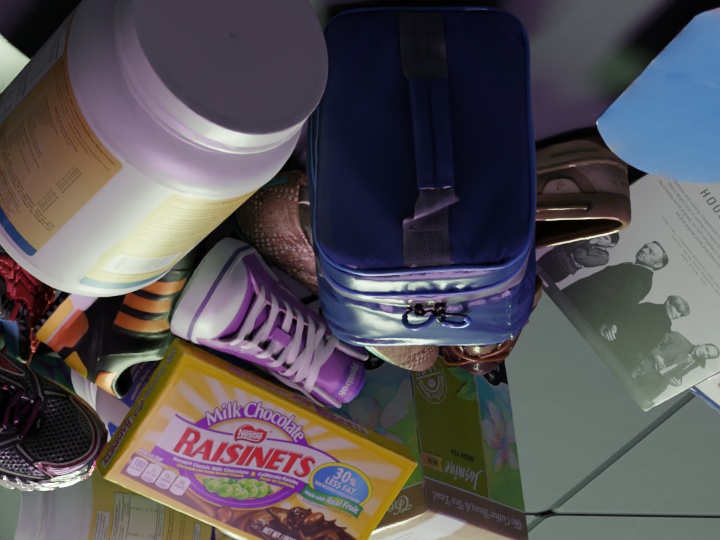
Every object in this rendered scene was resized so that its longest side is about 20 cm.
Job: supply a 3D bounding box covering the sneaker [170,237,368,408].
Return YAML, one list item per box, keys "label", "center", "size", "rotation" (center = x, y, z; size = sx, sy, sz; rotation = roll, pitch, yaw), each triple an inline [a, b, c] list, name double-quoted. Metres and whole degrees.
- label: "sneaker"
  center: [-0.049, 0.039, 1.596]
  size: [0.114, 0.073, 0.200]
  rotation: [31, 180, 14]

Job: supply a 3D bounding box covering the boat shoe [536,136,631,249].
- label: "boat shoe"
  center: [0.088, -0.032, 1.658]
  size: [0.199, 0.065, 0.071]
  rotation: [-18, 154, 27]

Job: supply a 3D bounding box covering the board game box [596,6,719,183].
- label: "board game box"
  center: [0.242, -0.125, 1.539]
  size: [0.157, 0.039, 0.200]
  rotation: [10, 145, -24]

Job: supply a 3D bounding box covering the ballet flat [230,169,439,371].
- label: "ballet flat"
  center: [0.000, 0.000, 1.647]
  size: [0.065, 0.071, 0.200]
  rotation: [-29, 130, 34]

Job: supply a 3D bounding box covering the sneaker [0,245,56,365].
- label: "sneaker"
  center: [-0.261, 0.004, 1.655]
  size: [0.095, 0.080, 0.200]
  rotation: [16, 161, 8]

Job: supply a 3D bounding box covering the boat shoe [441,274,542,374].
- label: "boat shoe"
  center: [0.088, 0.037, 1.702]
  size: [0.072, 0.073, 0.200]
  rotation: [0, -174, -1]

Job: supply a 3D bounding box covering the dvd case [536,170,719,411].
- label: "dvd case"
  center: [0.221, 0.003, 1.707]
  size: [0.200, 0.151, 0.025]
  rotation: [-34, -172, 45]

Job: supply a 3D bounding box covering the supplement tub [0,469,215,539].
- label: "supplement tub"
  center: [-0.216, 0.201, 1.985]
  size: [0.199, 0.146, 0.145]
  rotation: [11, 150, -35]

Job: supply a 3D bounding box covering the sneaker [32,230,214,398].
- label: "sneaker"
  center: [-0.129, 0.010, 1.621]
  size: [0.090, 0.070, 0.200]
  rotation: [44, 125, -10]

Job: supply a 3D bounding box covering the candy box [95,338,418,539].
- label: "candy box"
  center: [-0.066, 0.127, 1.620]
  size: [0.199, 0.026, 0.103]
  rotation: [27, 101, -30]

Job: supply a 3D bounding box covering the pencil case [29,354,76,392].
- label: "pencil case"
  center: [-0.251, 0.108, 1.770]
  size: [0.085, 0.093, 0.200]
  rotation: [-30, 172, 12]

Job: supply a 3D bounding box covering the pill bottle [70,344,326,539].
- label: "pill bottle"
  center: [-0.117, 0.099, 1.731]
  size: [0.112, 0.113, 0.200]
  rotation: [21, -172, -46]

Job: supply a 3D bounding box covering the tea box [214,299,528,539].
- label: "tea box"
  center: [0.000, 0.130, 1.830]
  size: [0.199, 0.198, 0.133]
  rotation: [-24, 151, 32]

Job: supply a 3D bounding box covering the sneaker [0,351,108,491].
- label: "sneaker"
  center: [-0.261, 0.083, 1.624]
  size: [0.199, 0.081, 0.075]
  rotation: [26, 161, -7]

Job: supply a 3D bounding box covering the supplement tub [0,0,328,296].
- label: "supplement tub"
  center: [-0.120, -0.086, 1.384]
  size: [0.144, 0.146, 0.200]
  rotation: [9, 151, -31]

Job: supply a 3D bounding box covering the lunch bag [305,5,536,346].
- label: "lunch bag"
  center: [0.036, -0.052, 1.439]
  size: [0.135, 0.201, 0.133]
  rotation: [-3, 153, 3]

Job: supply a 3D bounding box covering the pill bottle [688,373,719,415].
- label: "pill bottle"
  center: [0.295, 0.057, 1.857]
  size: [0.110, 0.112, 0.200]
  rotation: [-18, 153, 23]
